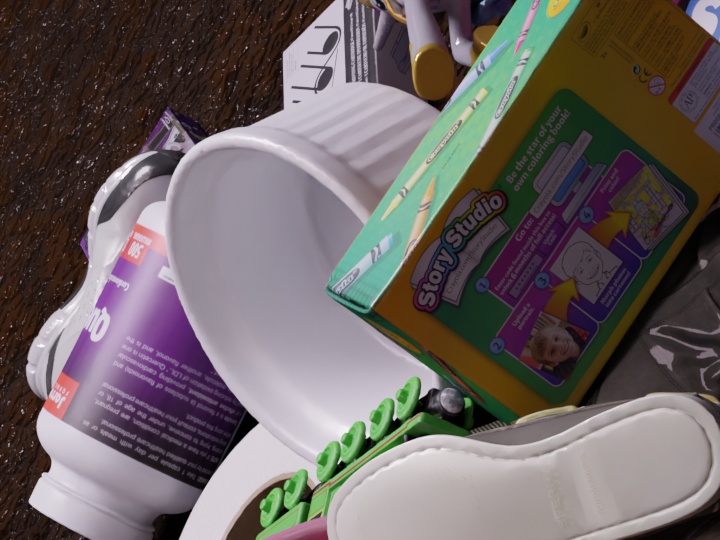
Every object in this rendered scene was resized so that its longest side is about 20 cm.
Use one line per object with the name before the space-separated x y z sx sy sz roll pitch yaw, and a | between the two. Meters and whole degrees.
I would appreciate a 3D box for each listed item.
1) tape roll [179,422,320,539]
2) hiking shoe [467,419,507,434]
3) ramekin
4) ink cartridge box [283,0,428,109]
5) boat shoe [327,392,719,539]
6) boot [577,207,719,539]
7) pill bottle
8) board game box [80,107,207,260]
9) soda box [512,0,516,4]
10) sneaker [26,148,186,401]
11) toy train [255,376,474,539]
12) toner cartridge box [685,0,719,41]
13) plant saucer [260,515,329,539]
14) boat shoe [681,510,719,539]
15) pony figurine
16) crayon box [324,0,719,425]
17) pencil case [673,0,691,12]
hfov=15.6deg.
tape roll | -0.041 0.167 1.448 0.203 0.037 0.203 -38 37 36
hiking shoe | 0.056 0.133 1.302 0.200 0.076 0.101 -44 21 16
ramekin | 0.000 0.000 1.365 0.098 0.201 0.200 -34 12 -34
ink cartridge box | -0.003 -0.084 1.595 0.094 0.044 0.200 -43 34 34
boat shoe | 0.080 0.098 1.155 0.201 0.060 0.072 -17 82 29
boot | 0.165 0.042 1.200 0.131 0.068 0.200 -34 40 33
pill bottle | -0.121 0.067 1.585 0.200 0.112 0.112 -63 29 -3
board game box | -0.126 -0.021 1.760 0.120 0.032 0.200 -60 29 12
soda box | 0.074 -0.221 1.570 0.068 0.064 0.200 -54 29 15
sneaker | -0.145 0.018 1.662 0.200 0.074 0.080 -66 31 21
toy train | -0.002 0.112 1.315 0.200 0.042 0.057 -42 30 54
toner cartridge box | 0.222 -0.097 1.244 0.200 0.043 0.095 -3 64 57
plant saucer | -0.006 0.181 1.178 0.200 0.051 0.201 -14 26 7
boat shoe | 0.126 0.192 1.120 0.200 0.076 0.072 -56 31 14
pony figurine | 0.032 -0.197 1.410 0.200 0.166 0.194 -130 39 -69
crayon box | 0.090 -0.037 1.213 0.200 0.119 0.058 -55 26 -4
pencil case | 0.127 -0.115 1.374 0.200 0.091 0.094 -62 18 -5
